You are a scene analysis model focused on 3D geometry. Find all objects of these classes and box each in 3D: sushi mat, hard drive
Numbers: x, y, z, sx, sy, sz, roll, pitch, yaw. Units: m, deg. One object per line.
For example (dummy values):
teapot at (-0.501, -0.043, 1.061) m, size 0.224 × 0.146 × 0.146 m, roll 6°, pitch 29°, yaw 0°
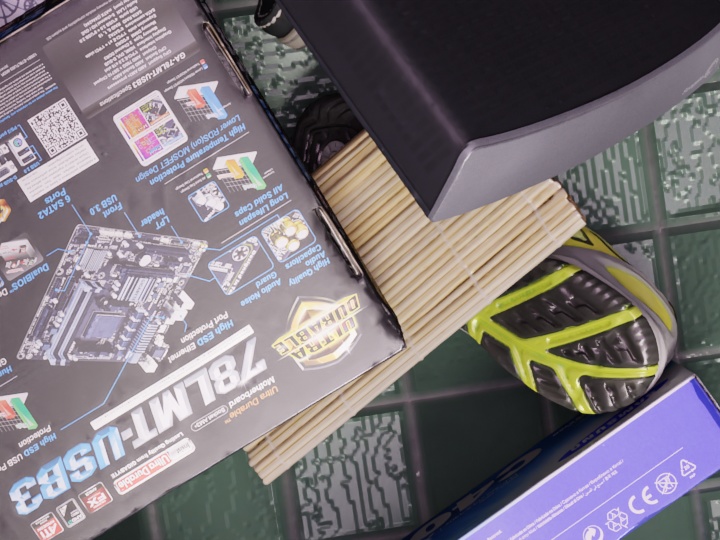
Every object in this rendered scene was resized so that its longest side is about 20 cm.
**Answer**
sushi mat at (0.000, 0.000, 1.180) m, size 0.200 × 0.012 × 0.096 m, roll -40°, pitch 80°, yaw 23°
hard drive at (0.067, -0.110, 1.139) m, size 0.200 × 0.042 × 0.135 m, roll -28°, pitch 80°, yaw -42°

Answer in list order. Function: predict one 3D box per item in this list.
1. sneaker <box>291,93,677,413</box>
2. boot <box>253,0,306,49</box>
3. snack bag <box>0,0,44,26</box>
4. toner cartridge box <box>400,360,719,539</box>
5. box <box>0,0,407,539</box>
sneaker at (0.052, -0.008, 1.205) m, size 0.200 × 0.076 × 0.075 m, roll 39°, pitch 112°, yaw 13°
boot at (-0.054, -0.212, 1.165) m, size 0.153 × 0.073 × 0.204 m, roll 18°, pitch 86°, yaw -19°
snack bag at (-0.175, -0.033, 1.213) m, size 0.188 × 0.021 × 0.200 m, roll 22°, pitch 93°, yaw -4°
toner cartridge box at (0.071, 0.114, 1.197) m, size 0.200 × 0.095 × 0.043 m, roll -35°, pitch 94°, yaw 0°
box at (-0.114, -0.003, 1.119) m, size 0.200 × 0.050 × 0.199 m, roll -32°, pitch 105°, yaw 3°
